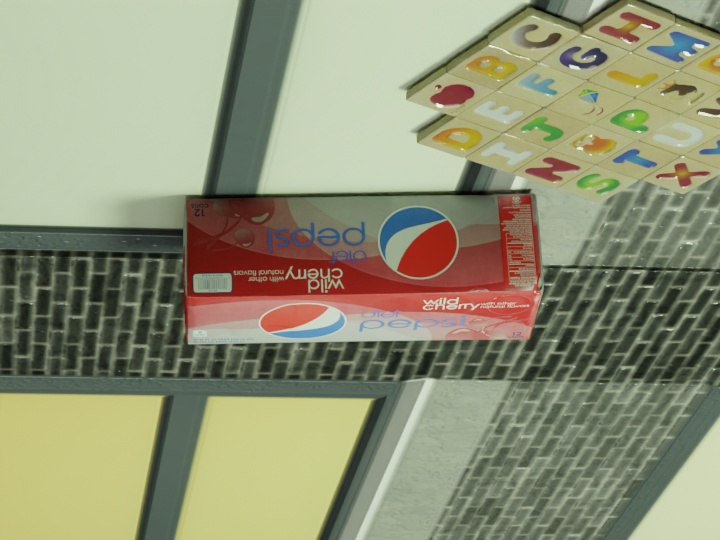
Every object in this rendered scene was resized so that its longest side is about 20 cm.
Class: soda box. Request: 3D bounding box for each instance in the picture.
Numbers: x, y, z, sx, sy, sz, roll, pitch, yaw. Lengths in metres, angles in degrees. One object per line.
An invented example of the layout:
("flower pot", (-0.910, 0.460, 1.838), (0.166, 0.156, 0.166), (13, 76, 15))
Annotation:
("soda box", (0.000, 0.000, 1.355), (0.200, 0.064, 0.070), (-1, 155, -4))

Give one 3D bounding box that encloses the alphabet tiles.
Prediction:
("alphabet tiles", (0.131, -0.085, 1.256), (0.200, 0.006, 0.166), (16, 149, -34))
